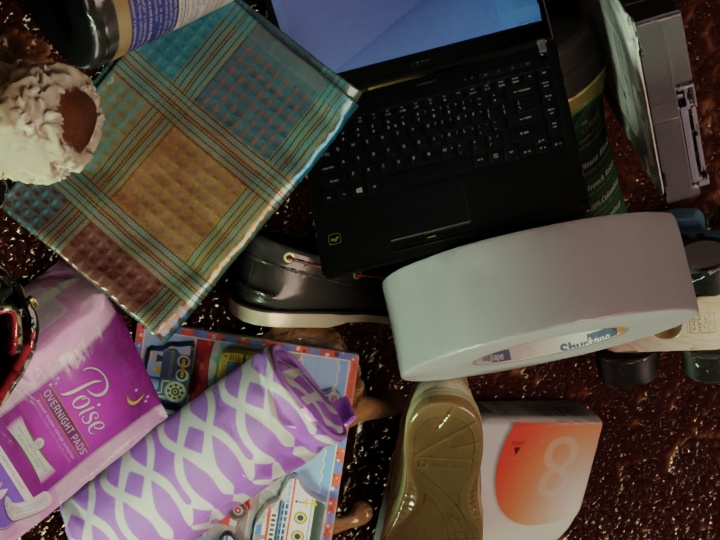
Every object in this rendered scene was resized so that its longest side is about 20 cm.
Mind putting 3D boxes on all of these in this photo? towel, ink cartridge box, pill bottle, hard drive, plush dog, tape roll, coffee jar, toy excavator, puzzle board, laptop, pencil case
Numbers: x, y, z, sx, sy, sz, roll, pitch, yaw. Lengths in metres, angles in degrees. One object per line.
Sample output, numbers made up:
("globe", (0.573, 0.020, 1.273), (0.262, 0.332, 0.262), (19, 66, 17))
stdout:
("towel", (-0.112, -0.076, 1.643), (0.200, 0.146, 0.022), (-51, 168, -5))
("ink cartridge box", (0.085, 0.195, 1.957), (0.161, 0.050, 0.202), (1, 106, -36))
("pill bottle", (-0.106, -0.211, 1.594), (0.199, 0.112, 0.113), (-29, 125, -23))
("hard drive", (0.184, -0.152, 1.778), (0.038, 0.200, 0.141), (-16, 123, -2))
("plush dog", (-0.258, -0.119, 1.492), (0.160, 0.172, 0.200), (-40, 119, 20))
("tape roll", (0.117, 0.018, 1.714), (0.199, 0.200, 0.067), (-7, 81, -34))
("coffee jar", (0.126, -0.083, 1.824), (0.085, 0.104, 0.201), (-44, 133, -41))
("toy excavator", (0.268, -0.012, 1.970), (0.193, 0.200, 0.101), (-3, 122, 14))
("puzzle board", (-0.088, 0.139, 1.771), (0.149, 0.017, 0.202), (9, 109, -1))
("laptop", (0.036, -0.122, 1.654), (0.176, 0.201, 0.103), (-14, 152, 9))
("pencil case", (-0.103, 0.134, 1.720), (0.199, 0.084, 0.085), (-37, 133, 13))

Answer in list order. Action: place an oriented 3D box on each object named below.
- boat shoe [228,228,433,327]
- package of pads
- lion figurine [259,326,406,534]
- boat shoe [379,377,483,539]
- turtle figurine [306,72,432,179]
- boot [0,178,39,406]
("boat shoe", (0.002, 0.001, 1.791), (0.200, 0.073, 0.064), (0, 107, -38))
("package of pads", (-0.227, 0.101, 1.669), (0.200, 0.076, 0.121), (-38, 130, -16))
("lion figurine", (-0.039, 0.128, 1.816), (0.122, 0.072, 0.202), (3, 101, -52))
("boat shoe", (0.054, 0.150, 1.849), (0.071, 0.065, 0.201), (6, 128, -5))
("turtle figurine", (0.031, -0.141, 1.740), (0.198, 0.064, 0.163), (0, 106, 4))
("boot", (-0.225, -0.017, 1.565), (0.073, 0.153, 0.205), (27, 93, -40))
